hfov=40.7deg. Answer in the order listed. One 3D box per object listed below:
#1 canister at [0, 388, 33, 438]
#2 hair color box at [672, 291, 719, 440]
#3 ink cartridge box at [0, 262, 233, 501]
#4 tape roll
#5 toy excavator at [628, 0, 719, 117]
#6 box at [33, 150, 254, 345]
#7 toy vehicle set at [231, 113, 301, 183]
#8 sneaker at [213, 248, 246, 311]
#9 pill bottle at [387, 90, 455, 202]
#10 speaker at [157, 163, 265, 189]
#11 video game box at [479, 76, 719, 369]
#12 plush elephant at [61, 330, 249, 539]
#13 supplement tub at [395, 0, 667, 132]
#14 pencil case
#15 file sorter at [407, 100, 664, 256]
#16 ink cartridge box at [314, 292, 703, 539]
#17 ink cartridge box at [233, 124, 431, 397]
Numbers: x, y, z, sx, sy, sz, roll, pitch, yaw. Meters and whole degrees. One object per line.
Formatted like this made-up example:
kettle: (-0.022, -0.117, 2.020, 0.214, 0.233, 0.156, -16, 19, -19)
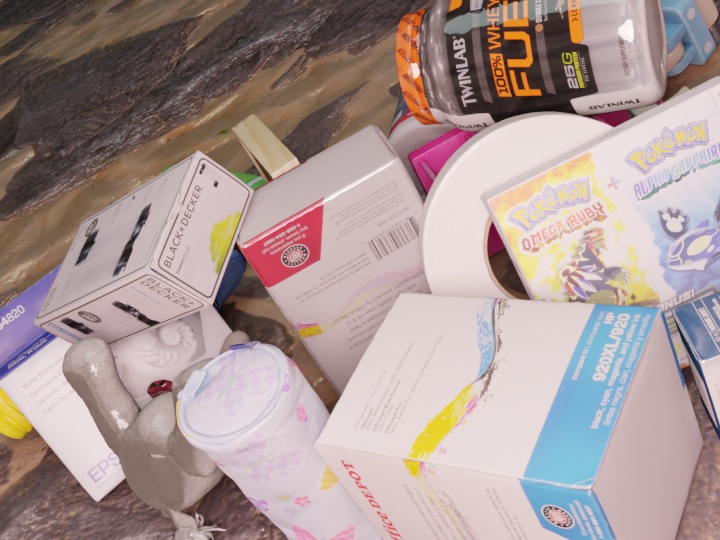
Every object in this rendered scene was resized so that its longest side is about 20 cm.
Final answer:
canister: (-0.311, 0.062, 1.011, 0.200, 0.087, 0.149, -48, 14, -1)
hair color box: (0.321, 0.041, 0.641, 0.200, 0.100, 0.061, -21, 35, 11)
ink cartridge box: (-0.231, 0.077, 0.915, 0.200, 0.200, 0.041, -40, 3, -13)
tape roll: (0.146, -0.023, 0.762, 0.203, 0.203, 0.037, -26, 13, 5)
toy excavator: (0.301, -0.220, 1.000, 0.200, 0.100, 0.194, -52, 38, -9)
box: (-0.184, -0.009, 0.809, 0.200, 0.060, 0.117, -22, 43, 45)
toy vehicle set: (-0.047, -0.046, 0.922, 0.027, 0.200, 0.124, -34, 36, -5)
sneaker: (-0.179, 0.061, 1.003, 0.089, 0.079, 0.200, 21, 67, 40)
pill bottle: (0.098, -0.169, 1.041, 0.120, 0.120, 0.200, -12, 39, 23)
speaker: (-0.163, -0.079, 1.145, 0.200, 0.088, 0.088, 14, 54, 45)
video game box: (0.218, -0.019, 0.719, 0.200, 0.182, 0.047, -27, 6, 5)
plush elephant: (-0.119, 0.125, 0.814, 0.165, 0.200, 0.155, -2, 21, 34)
supplement tub: (0.138, -0.180, 0.785, 0.200, 0.123, 0.123, -6, 41, 26)
pencil case: (-0.050, 0.140, 0.696, 0.091, 0.200, 0.083, -11, 44, 25)
file sorter: (0.173, -0.071, 0.852, 0.200, 0.139, 0.125, -29, 37, 1)
ink cartridge box: (0.104, 0.117, 0.660, 0.200, 0.147, 0.145, 3, 47, 36)
ink cartridge box: (0.000, 0.000, 0.832, 0.148, 0.200, 0.086, -29, 34, 1)
